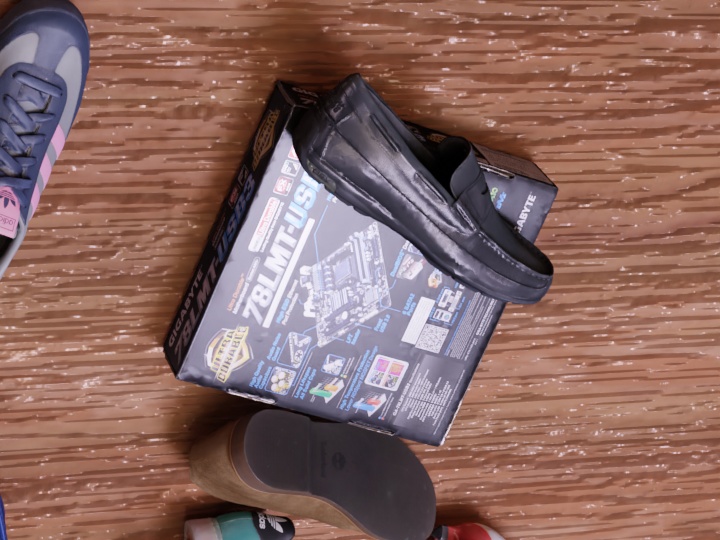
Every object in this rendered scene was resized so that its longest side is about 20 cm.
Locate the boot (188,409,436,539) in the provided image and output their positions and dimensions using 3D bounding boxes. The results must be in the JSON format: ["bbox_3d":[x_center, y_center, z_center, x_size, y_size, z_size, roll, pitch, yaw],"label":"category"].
[{"bbox_3d":[-0.030,0.139,1.441,0.075,0.074,0.200,-17,150,41],"label":"boot"}]

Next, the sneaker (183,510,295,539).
[{"bbox_3d":[-0.075,0.256,1.470,0.080,0.071,0.201,-7,118,-13],"label":"sneaker"}]

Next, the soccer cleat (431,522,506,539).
[{"bbox_3d":[0.038,0.261,1.518,0.085,0.069,0.200,28,107,-44],"label":"soccer cleat"}]

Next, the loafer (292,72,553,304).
[{"bbox_3d":[0.049,-0.047,1.306,0.200,0.068,0.070,34,108,-26],"label":"loafer"}]

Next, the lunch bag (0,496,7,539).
[{"bbox_3d":[-0.291,0.126,1.292,0.135,0.132,0.200,-18,121,-10],"label":"lunch bag"}]

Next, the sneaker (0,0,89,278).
[{"bbox_3d":[-0.205,-0.061,1.255,0.070,0.082,0.200,16,110,-25],"label":"sneaker"}]

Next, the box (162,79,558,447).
[{"bbox_3d":[0.000,0.000,1.378,0.198,0.050,0.200,16,108,-24],"label":"box"}]
